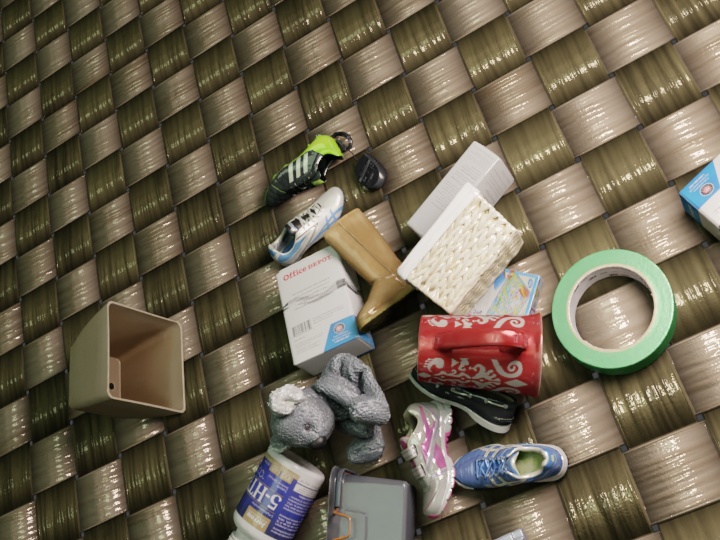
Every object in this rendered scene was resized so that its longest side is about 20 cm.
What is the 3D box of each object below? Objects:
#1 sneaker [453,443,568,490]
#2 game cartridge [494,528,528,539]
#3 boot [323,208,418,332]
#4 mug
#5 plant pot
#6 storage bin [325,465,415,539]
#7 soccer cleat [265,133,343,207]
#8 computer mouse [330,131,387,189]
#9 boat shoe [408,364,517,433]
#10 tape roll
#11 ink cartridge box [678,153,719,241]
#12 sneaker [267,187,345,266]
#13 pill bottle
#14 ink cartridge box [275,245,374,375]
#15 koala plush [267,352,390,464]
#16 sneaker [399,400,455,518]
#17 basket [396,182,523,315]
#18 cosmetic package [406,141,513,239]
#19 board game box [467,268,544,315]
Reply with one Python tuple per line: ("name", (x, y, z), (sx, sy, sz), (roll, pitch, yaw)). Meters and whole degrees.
("sneaker", (0.236, 0.315, 1.382), (0.197, 0.077, 0.077), (-16, 65, 24))
("game cartridge", (0.235, 0.529, 1.324), (0.132, 0.040, 0.203), (-27, 60, 13))
("boot", (0.000, 0.000, 1.583), (0.174, 0.067, 0.200), (-33, 72, -33))
("mug", (0.192, 0.117, 1.369), (0.195, 0.180, 0.135), (3, 46, 9))
("plant pot", (-0.500, 0.210, 1.761), (0.175, 0.198, 0.204), (-25, 60, 30))
("storage bin", (0.020, 0.437, 1.423), (0.131, 0.146, 0.204), (-4, 69, 16))
("soccer cleat", (-0.121, -0.198, 1.779), (0.200, 0.067, 0.081), (-44, 63, 10))
("computer mouse", (-0.003, -0.231, 1.755), (0.201, 0.034, 0.059), (50, 122, 37))
("boat shoe", (0.177, 0.202, 1.446), (0.197, 0.075, 0.061), (25, 114, 17))
("tape roll", (0.419, 0.068, 1.398), (0.197, 0.048, 0.205), (-10, 66, 24))
("ink cartridge box", (0.628, -0.096, 1.326), (0.146, 0.084, 0.201), (-43, 58, 8))
("sneaker", (-0.108, -0.093, 1.730), (0.200, 0.072, 0.072), (-47, 55, 3))
("pill bottle", (-0.160, 0.432, 1.524), (0.118, 0.119, 0.203), (25, 84, 33))
("ink cartridge box", (-0.070, 0.077, 1.634), (0.143, 0.084, 0.203), (-25, 60, 18))
("koala plush", (-0.072, 0.249, 1.483), (0.196, 0.179, 0.185), (-16, 51, -16))
("sneaker", (0.107, 0.316, 1.432), (0.086, 0.082, 0.204), (7, 61, -14))
("basket", (0.178, -0.025, 1.460), (0.123, 0.135, 0.201), (40, 93, 19))
("cosmetic package", (0.187, -0.127, 1.567), (0.074, 0.101, 0.201), (39, 92, 35))
("board game box", (0.233, 0.095, 1.495), (0.132, 0.034, 0.204), (13, 78, 31))
